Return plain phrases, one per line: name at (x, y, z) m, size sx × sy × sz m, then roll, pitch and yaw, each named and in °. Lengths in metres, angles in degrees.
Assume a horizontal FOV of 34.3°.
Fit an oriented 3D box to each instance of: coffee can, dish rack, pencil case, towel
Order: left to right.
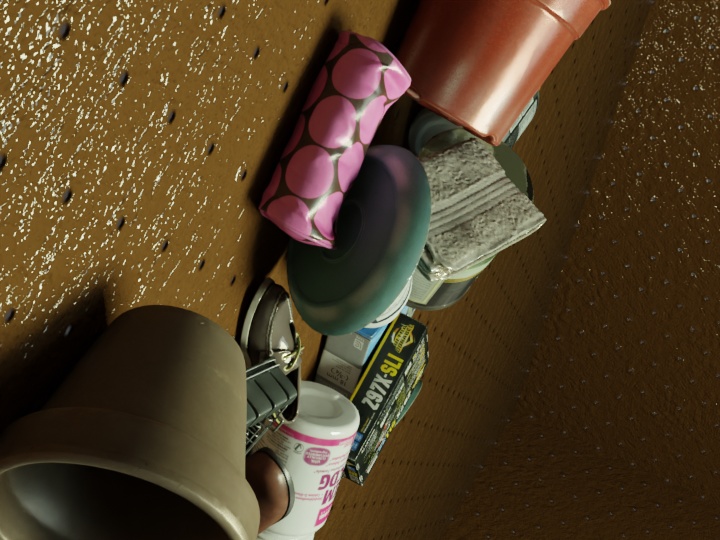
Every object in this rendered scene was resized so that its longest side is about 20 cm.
dish rack at (-0.151, 0.184, 1.152) m, size 0.200 × 0.055 × 0.153 m, roll -51°, pitch 168°, yaw 18°
pencil case at (-0.021, -0.121, 1.109) m, size 0.093 × 0.091 × 0.201 m, roll 27°, pitch 89°, yaw -35°
coffee can at (0.103, -0.057, 1.408) m, size 0.147 × 0.146 × 0.200 m, roll -57°, pitch 180°, yaw -30°
towel at (0.104, -0.070, 1.254) m, size 0.200 × 0.133 × 0.034 m, roll -27°, pitch 165°, yaw -42°

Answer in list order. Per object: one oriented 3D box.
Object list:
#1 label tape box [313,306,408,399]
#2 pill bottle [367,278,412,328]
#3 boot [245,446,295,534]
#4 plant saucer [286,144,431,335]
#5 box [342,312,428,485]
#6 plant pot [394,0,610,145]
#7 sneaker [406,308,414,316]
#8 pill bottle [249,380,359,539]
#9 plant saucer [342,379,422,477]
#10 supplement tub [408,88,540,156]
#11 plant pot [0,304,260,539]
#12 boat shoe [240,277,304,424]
label tape box at (-0.004, 0.120, 1.565) m, size 0.144 × 0.063 × 0.201 m, roll -46°, pitch 157°, yaw -52°
pill bottle at (0.000, 0.000, 1.313) m, size 0.111 × 0.111 × 0.200 m, roll -63°, pitch 165°, yaw -13°
boot at (-0.169, 0.261, 1.114) m, size 0.200 × 0.069 × 0.188 m, roll -26°, pitch 167°, yaw -43°
plant saucer at (-0.011, -0.035, 1.146) m, size 0.027 × 0.200 × 0.201 m, roll 25°, pitch 88°, yaw -38°
box at (0.025, 0.171, 1.530) m, size 0.201 × 0.049 × 0.160 m, roll -60°, pitch 168°, yaw -16°
plant pot at (0.136, -0.256, 1.275) m, size 0.196 × 0.200 × 0.201 m, roll -59°, pitch 166°, yaw 7°
sneaker at (0.060, 0.008, 1.633) m, size 0.086 × 0.077 × 0.201 m, roll -62°, pitch 176°, yaw -64°
pill bottle at (-0.081, 0.243, 1.394) m, size 0.113 × 0.113 × 0.201 m, roll -33°, pitch 144°, yaw -63°
plant saucer at (0.010, 0.224, 1.711) m, size 0.200 × 0.036 × 0.200 m, roll -48°, pitch -176°, yaw 4°
supplement tub at (0.154, -0.205, 1.506) m, size 0.200 × 0.122 × 0.123 m, roll -53°, pitch 160°, yaw -42°
plant pot at (-0.161, 0.126, 0.869) m, size 0.201 × 0.199 × 0.175 m, roll 97°, pitch 3°, yaw -46°
boat shoe at (-0.089, 0.090, 1.239) m, size 0.072 × 0.059 × 0.201 m, roll -51°, pitch 159°, yaw -42°
